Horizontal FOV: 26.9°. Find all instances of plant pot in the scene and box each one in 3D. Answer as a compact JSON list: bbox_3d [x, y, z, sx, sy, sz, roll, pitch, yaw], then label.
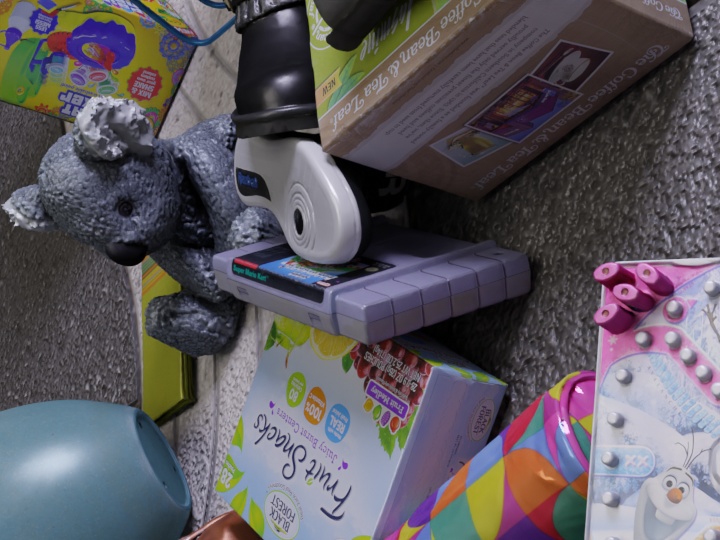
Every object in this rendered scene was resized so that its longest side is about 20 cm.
[{"bbox_3d":[-0.215,0.182,1.198,0.134,0.200,0.200,-29,45,4],"label":"plant pot"}]

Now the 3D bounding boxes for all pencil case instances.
[{"bbox_3d":[0.088,0.139,0.832,0.200,0.088,0.089,-45,43,39],"label":"pencil case"}]

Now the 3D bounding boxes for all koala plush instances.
[{"bbox_3d":[-0.166,-0.056,1.178,0.177,0.199,0.184,-40,47,42],"label":"koala plush"}]

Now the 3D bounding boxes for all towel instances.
[{"bbox_3d":[-0.170,0.033,1.320,0.086,0.018,0.201,-38,49,51],"label":"towel"}]

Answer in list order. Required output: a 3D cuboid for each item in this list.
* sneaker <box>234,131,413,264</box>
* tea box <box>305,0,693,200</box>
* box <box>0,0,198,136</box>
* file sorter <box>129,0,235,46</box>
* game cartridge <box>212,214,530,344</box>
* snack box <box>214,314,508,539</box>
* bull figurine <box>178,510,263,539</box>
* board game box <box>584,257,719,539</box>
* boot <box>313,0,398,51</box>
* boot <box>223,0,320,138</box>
[{"bbox_3d":[-0.004,-0.059,1.000,0.200,0.111,0.073,-140,51,-61],"label":"sneaker"},{"bbox_3d":[0.074,-0.184,0.930,0.200,0.133,0.197,-38,49,42],"label":"tea box"},{"bbox_3d":[-0.292,-0.233,1.435,0.122,0.199,0.193,-62,36,17],"label":"box"},{"bbox_3d":[-0.111,-0.301,1.204,0.139,0.123,0.200,-30,30,49],"label":"file sorter"},{"bbox_3d":[0.000,0.000,0.977,0.200,0.129,0.039,16,114,56],"label":"game cartridge"},{"bbox_3d":[-0.006,0.114,0.995,0.200,0.067,0.169,32,104,58],"label":"snack box"},{"bbox_3d":[-0.095,0.262,1.058,0.121,0.065,0.200,-24,42,11],"label":"bull figurine"},{"bbox_3d":[0.192,0.088,0.683,0.199,0.026,0.201,-3,75,34],"label":"board game box"},{"bbox_3d":[0.006,-0.242,0.871,0.138,0.077,0.201,-39,46,46],"label":"boot"},{"bbox_3d":[-0.061,-0.181,1.015,0.211,0.079,0.158,-100,-1,-71],"label":"boot"}]
